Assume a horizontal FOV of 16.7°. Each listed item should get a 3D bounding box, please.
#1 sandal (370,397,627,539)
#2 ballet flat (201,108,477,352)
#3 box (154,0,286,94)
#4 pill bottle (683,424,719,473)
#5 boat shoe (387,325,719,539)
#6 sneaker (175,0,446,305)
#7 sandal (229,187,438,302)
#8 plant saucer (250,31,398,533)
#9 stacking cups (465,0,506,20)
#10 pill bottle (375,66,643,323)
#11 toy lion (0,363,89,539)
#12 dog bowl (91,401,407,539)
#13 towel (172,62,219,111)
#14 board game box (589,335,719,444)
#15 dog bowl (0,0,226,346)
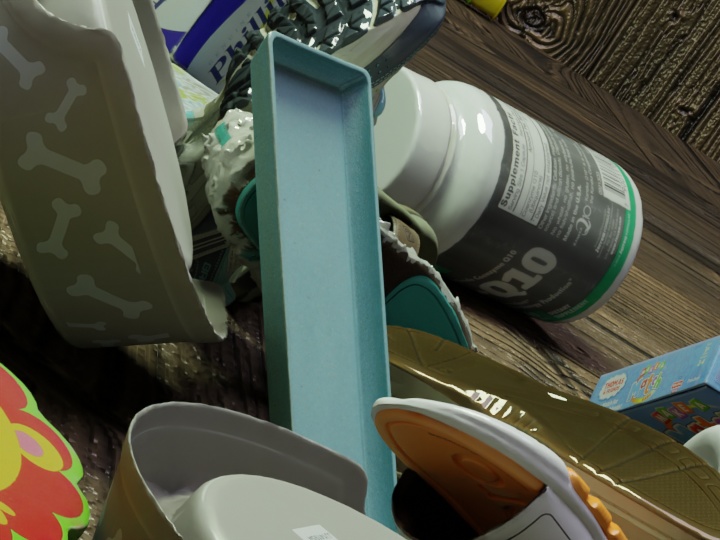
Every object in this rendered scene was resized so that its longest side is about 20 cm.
[{"bbox_3d":[0.071,0.128,0.921,0.207,0.059,0.079,48,-27,-26],"label":"sandal"},{"bbox_3d":[-0.009,0.001,1.067,0.072,0.072,0.200,47,-7,50],"label":"ballet flat"},{"bbox_3d":[-0.103,-0.181,1.507,0.184,0.105,0.200,39,0,27],"label":"box"},{"bbox_3d":[0.208,0.159,1.044,0.199,0.109,0.109,31,12,-11],"label":"pill bottle"},{"bbox_3d":[0.071,0.087,0.999,0.199,0.067,0.074,27,21,34],"label":"boat shoe"},{"bbox_3d":[-0.028,-0.059,1.100,0.086,0.200,0.078,40,28,-24],"label":"sneaker"},{"bbox_3d":[0.001,-0.001,1.232,0.057,0.080,0.201,52,17,18],"label":"sandal"},{"bbox_3d":[-0.015,0.010,0.963,0.070,0.019,0.201,17,63,-53],"label":"plant saucer"},{"bbox_3d":[0.104,-0.402,3.176,0.199,0.061,0.061,32,11,-6],"label":"stacking cups"},{"bbox_3d":[0.072,-0.048,1.513,0.199,0.113,0.113,24,15,-38],"label":"pill bottle"},{"bbox_3d":[-0.173,0.025,0.706,0.192,0.069,0.200,48,17,27],"label":"toy lion"},{"bbox_3d":[-0.001,0.122,0.757,0.199,0.059,0.200,32,11,-7],"label":"dog bowl"},{"bbox_3d":[-0.097,-0.064,1.296,0.171,0.048,0.200,33,11,11],"label":"towel"},{"bbox_3d":[0.239,0.109,1.348,0.199,0.037,0.151,30,-19,-13],"label":"board game box"},{"bbox_3d":[-0.105,-0.063,0.942,0.200,0.058,0.201,-15,90,-89],"label":"dog bowl"}]
